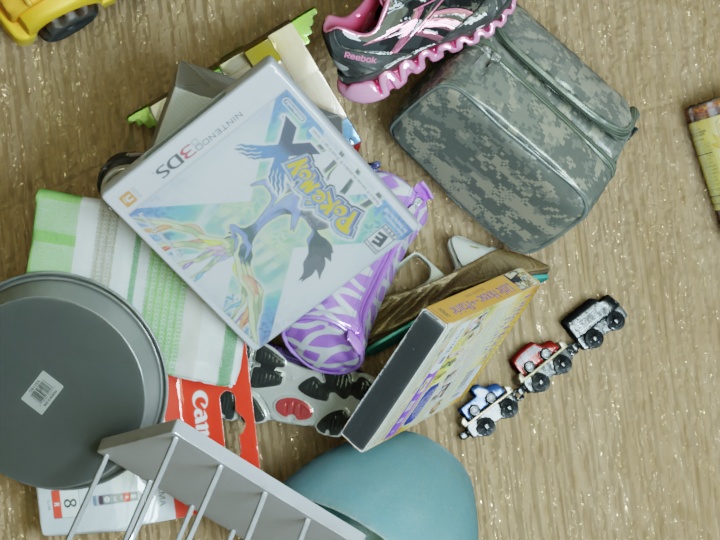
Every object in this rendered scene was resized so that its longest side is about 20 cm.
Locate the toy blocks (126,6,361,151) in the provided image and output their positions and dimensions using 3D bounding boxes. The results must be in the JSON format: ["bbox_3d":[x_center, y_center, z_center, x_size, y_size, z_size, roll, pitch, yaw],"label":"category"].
[{"bbox_3d":[-0.094,-0.131,1.686,0.200,0.100,0.137,-30,102,2],"label":"toy blocks"}]

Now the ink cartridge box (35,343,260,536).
[{"bbox_3d":[-0.195,0.149,1.647,0.200,0.050,0.162,-7,90,12],"label":"ink cartridge box"}]

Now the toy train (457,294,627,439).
[{"bbox_3d":[0.166,0.090,1.743,0.200,0.034,0.046,-38,91,-9],"label":"toy train"}]

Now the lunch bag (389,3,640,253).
[{"bbox_3d":[0.149,-0.145,1.699,0.200,0.139,0.168,40,55,-6],"label":"lunch bag"}]

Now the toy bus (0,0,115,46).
[{"bbox_3d":[-0.245,-0.297,1.612,0.200,0.192,0.136,-31,94,-7],"label":"toy bus"}]

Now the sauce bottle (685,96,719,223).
[{"bbox_3d":[0.369,-0.071,1.766,0.066,0.066,0.200,-20,92,-9],"label":"sauce bottle"}]

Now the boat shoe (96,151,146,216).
[{"bbox_3d":[-0.122,-0.072,1.560,0.200,0.057,0.067,6,117,-10],"label":"boat shoe"}]

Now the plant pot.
[{"bbox_3d":[0.027,0.223,1.652,0.200,0.200,0.135,42,58,-6],"label":"plant pot"}]

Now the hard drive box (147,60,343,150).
[{"bbox_3d":[-0.121,-0.062,1.630,0.156,0.077,0.200,18,113,-10],"label":"hard drive box"}]

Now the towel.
[{"bbox_3d":[-0.192,0.014,1.605,0.200,0.031,0.149,12,108,1],"label":"towel"}]

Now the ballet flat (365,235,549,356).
[{"bbox_3d":[0.076,0.011,1.722,0.200,0.068,0.072,-23,77,-5],"label":"ballet flat"}]

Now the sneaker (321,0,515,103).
[{"bbox_3d":[0.053,-0.233,1.620,0.200,0.079,0.095,-34,123,-4],"label":"sneaker"}]

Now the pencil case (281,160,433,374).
[{"bbox_3d":[0.000,0.000,1.656,0.084,0.085,0.200,55,45,-36],"label":"pencil case"}]

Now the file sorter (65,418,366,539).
[{"bbox_3d":[-0.128,0.232,1.532,0.200,0.139,0.125,35,61,-23],"label":"file sorter"}]

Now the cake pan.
[{"bbox_3d":[-0.268,0.102,1.598,0.200,0.037,0.200,1,103,5],"label":"cake pan"}]

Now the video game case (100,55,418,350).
[{"bbox_3d":[-0.082,-0.052,1.531,0.182,0.022,0.200,-37,117,12],"label":"video game case"}]

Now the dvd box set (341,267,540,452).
[{"bbox_3d":[0.074,0.075,1.621,0.029,0.200,0.146,40,117,16],"label":"dvd box set"}]

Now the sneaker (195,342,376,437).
[{"bbox_3d":[-0.067,0.106,1.689,0.200,0.083,0.081,17,97,8],"label":"sneaker"}]
